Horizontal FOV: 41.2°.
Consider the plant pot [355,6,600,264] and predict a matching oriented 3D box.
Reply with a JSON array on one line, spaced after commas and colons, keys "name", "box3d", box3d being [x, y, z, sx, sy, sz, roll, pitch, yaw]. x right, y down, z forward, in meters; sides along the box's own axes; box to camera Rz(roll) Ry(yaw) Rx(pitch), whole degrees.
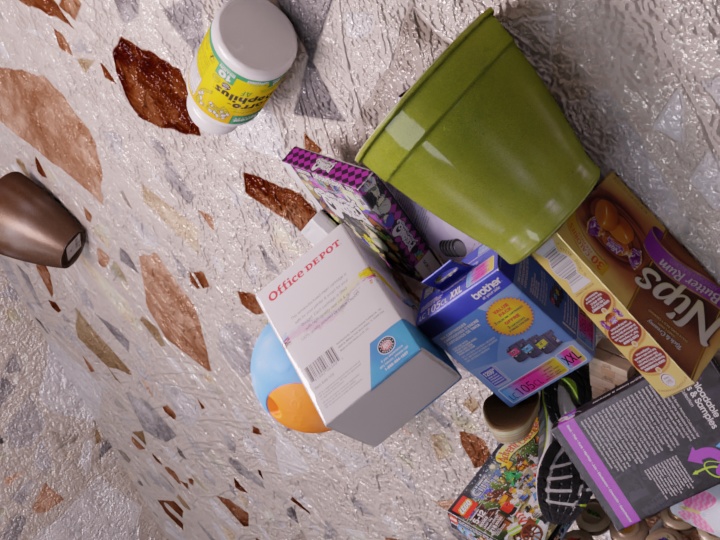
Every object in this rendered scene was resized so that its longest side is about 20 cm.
[{"name": "plant pot", "box3d": [0.129, -0.117, 0.957, 0.193, 0.201, 0.200, 44, 150, 0]}]

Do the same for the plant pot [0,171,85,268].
[{"name": "plant pot", "box3d": [-0.721, -0.092, 2.139, 0.198, 0.188, 0.188, 26, 146, 8]}]

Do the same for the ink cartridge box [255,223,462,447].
[{"name": "ink cartridge box", "box3d": [-0.003, 0.081, 1.174, 0.201, 0.146, 0.146, 57, -169, 31]}]

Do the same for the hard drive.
[{"name": "hard drive", "box3d": [0.000, 0.000, 1.356, 0.200, 0.026, 0.132, 44, 170, -4]}]

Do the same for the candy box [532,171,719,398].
[{"name": "candy box", "box3d": [0.281, 0.014, 0.972, 0.200, 0.116, 0.057, 47, 149, 4]}]

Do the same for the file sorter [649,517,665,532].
[{"name": "file sorter", "box3d": [0.402, 0.434, 1.263, 0.124, 0.139, 0.201, 34, 147, 17]}]

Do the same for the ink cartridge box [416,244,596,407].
[{"name": "ink cartridge box", "box3d": [0.159, 0.050, 1.116, 0.199, 0.077, 0.136, 41, 125, -17]}]

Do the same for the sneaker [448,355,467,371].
[{"name": "sneaker", "box3d": [0.146, 0.073, 1.250, 0.087, 0.082, 0.201, 24, 159, 24]}]

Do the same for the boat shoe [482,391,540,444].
[{"name": "boat shoe", "box3d": [0.195, 0.184, 1.219, 0.071, 0.200, 0.066, -9, 100, 9]}]

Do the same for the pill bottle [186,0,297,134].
[{"name": "pill bottle", "box3d": [-0.165, -0.259, 1.259, 0.113, 0.113, 0.200, 50, 149, -2]}]

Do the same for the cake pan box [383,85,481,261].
[{"name": "cake pan box", "box3d": [0.108, -0.103, 1.137, 0.183, 0.052, 0.201, 38, 148, 16]}]

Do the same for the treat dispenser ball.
[{"name": "treat dispenser ball", "box3d": [-0.074, 0.153, 1.511, 0.199, 0.201, 0.203, 33, 146, 25]}]

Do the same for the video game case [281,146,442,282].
[{"name": "video game case", "box3d": [0.001, -0.073, 1.246, 0.199, 0.036, 0.182, 27, 160, 53]}]

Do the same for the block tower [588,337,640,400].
[{"name": "block tower", "box3d": [0.318, 0.169, 1.159, 0.057, 0.054, 0.202, 23, 141, 38]}]

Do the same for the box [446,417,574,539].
[{"name": "box", "box3d": [0.226, 0.285, 1.263, 0.135, 0.200, 0.038, 21, 143, 37]}]

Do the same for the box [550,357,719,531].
[{"name": "box", "box3d": [0.334, 0.187, 1.068, 0.199, 0.036, 0.144, -34, 92, 27]}]

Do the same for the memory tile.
[{"name": "memory tile", "box3d": [0.356, 0.333, 1.194, 0.198, 0.154, 0.017, 15, 143, 41]}]

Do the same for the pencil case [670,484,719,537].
[{"name": "pencil case", "box3d": [0.448, 0.267, 1.071, 0.198, 0.082, 0.092, 20, 98, 42]}]

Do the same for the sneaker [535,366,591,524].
[{"name": "sneaker", "box3d": [0.255, 0.214, 1.203, 0.072, 0.204, 0.081, 6, 175, 6]}]
